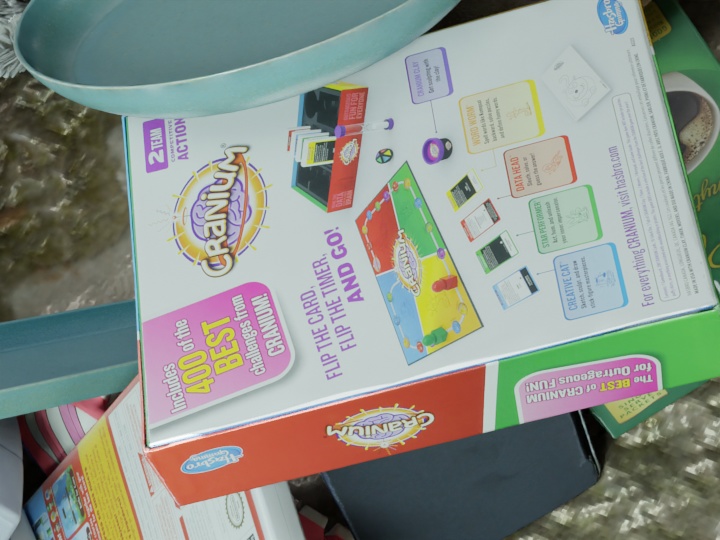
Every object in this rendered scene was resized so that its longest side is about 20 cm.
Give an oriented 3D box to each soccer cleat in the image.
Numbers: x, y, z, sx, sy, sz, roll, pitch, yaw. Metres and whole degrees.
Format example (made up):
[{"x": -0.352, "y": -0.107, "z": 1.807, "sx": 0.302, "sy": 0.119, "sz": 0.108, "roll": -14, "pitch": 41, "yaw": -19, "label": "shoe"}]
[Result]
[{"x": -0.089, "y": 0.106, "z": 0.968, "sx": 0.199, "sy": 0.067, "sz": 0.077, "roll": 24, "pitch": 79, "yaw": 34, "label": "soccer cleat"}]

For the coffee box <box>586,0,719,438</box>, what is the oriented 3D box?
[{"x": 0.110, "y": -0.040, "z": 0.956, "sx": 0.122, "sy": 0.044, "sz": 0.201, "roll": -33, "pitch": 51, "yaw": 7, "label": "coffee box"}]

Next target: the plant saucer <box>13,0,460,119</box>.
[{"x": -0.035, "y": -0.109, "z": 0.873, "sx": 0.198, "sy": 0.028, "sz": 0.201, "roll": -14, "pitch": 28, "yaw": 8, "label": "plant saucer"}]

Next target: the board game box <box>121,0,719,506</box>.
[{"x": 0.018, "y": -0.013, "z": 0.801, "sx": 0.198, "sy": 0.040, "sz": 0.154, "roll": -14, "pitch": 53, "yaw": 8, "label": "board game box"}]

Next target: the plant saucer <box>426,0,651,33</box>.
[{"x": 0.072, "y": -0.158, "z": 1.014, "sx": 0.199, "sy": 0.037, "sz": 0.201, "roll": -25, "pitch": 35, "yaw": 18, "label": "plant saucer"}]

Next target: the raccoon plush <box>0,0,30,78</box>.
[{"x": -0.125, "y": -0.179, "z": 1.103, "sx": 0.198, "sy": 0.097, "sz": 0.134, "roll": -11, "pitch": 44, "yaw": -23, "label": "raccoon plush"}]

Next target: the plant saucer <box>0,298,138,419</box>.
[{"x": -0.132, "y": 0.039, "z": 0.968, "sx": 0.070, "sy": 0.199, "sz": 0.019, "roll": 18, "pitch": 109, "yaw": 35, "label": "plant saucer"}]

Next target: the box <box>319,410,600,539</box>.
[{"x": 0.000, "y": 0.000, "z": 0.917, "sx": 0.104, "sy": 0.148, "sz": 0.201, "roll": -27, "pitch": 51, "yaw": -2, "label": "box"}]

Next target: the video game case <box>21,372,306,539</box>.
[{"x": -0.086, "y": 0.126, "z": 0.903, "sx": 0.200, "sy": 0.017, "sz": 0.144, "roll": -46, "pitch": 52, "yaw": 40, "label": "video game case"}]

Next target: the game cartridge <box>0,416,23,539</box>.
[{"x": -0.196, "y": 0.106, "z": 0.975, "sx": 0.134, "sy": 0.040, "sz": 0.200, "roll": -55, "pitch": 21, "yaw": 1, "label": "game cartridge"}]

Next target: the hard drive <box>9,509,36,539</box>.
[{"x": -0.144, "y": 0.214, "z": 0.922, "sx": 0.132, "sy": 0.025, "sz": 0.201, "roll": -54, "pitch": 46, "yaw": 27, "label": "hard drive"}]
